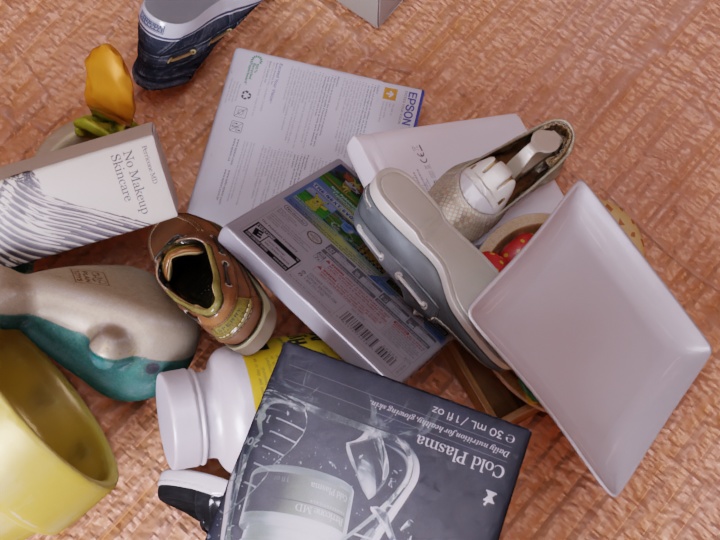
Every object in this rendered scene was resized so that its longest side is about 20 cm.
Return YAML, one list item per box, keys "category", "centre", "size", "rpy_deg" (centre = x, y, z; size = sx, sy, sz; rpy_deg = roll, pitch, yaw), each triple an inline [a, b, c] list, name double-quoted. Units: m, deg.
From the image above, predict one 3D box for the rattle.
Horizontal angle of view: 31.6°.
- category: "rattle"
  centre: [-0.285, -0.093, 1.175]
  size: [0.198, 0.143, 0.131]
  rpy_deg: [-30, 77, -16]

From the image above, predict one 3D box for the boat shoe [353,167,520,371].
- category: "boat shoe"
  centre: [0.065, 0.007, 1.082]
  size: [0.201, 0.062, 0.073]
  rpy_deg: [53, 43, 7]

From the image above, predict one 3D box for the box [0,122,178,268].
- category: "box"
  centre: [-0.267, -0.063, 1.136]
  size: [0.197, 0.068, 0.083]
  rpy_deg: [-18, 107, -3]

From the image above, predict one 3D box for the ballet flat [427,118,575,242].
- category: "ballet flat"
  centre: [0.128, -0.089, 1.160]
  size: [0.068, 0.062, 0.199]
  rpy_deg: [48, 50, 7]

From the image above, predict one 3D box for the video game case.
- category: "video game case"
  centre: [0.000, 0.000, 1.116]
  size: [0.200, 0.022, 0.182]
  rpy_deg: [42, 40, 11]

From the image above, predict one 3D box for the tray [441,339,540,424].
- category: "tray"
  centre: [0.115, 0.043, 1.187]
  size: [0.098, 0.037, 0.202]
  rpy_deg: [-26, 72, -12]

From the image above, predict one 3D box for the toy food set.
- category: "toy food set"
  centre: [0.188, 0.038, 1.139]
  size: [0.197, 0.049, 0.201]
  rpy_deg: [-11, 74, -27]

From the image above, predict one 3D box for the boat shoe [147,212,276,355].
- category: "boat shoe"
  centre: [-0.140, -0.006, 1.091]
  size: [0.072, 0.068, 0.200]
  rpy_deg: [-54, 41, 2]

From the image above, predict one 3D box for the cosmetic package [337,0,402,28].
- category: "cosmetic package"
  centre: [-0.029, -0.356, 1.323]
  size: [0.199, 0.073, 0.104]
  rpy_deg: [38, 71, 12]

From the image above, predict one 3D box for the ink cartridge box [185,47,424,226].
- category: "ink cartridge box"
  centre: [-0.052, -0.106, 1.239]
  size: [0.197, 0.043, 0.199]
  rpy_deg: [14, 67, 2]

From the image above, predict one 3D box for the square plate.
- category: "square plate"
  centre: [0.195, 0.055, 1.080]
  size: [0.199, 0.028, 0.200]
  rpy_deg: [51, 54, -7]

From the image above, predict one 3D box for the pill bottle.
- category: "pill bottle"
  centre: [-0.071, 0.114, 1.093]
  size: [0.197, 0.112, 0.113]
  rpy_deg: [-8, 68, -19]

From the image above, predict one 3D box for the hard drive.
- category: "hard drive"
  centre: [0.096, -0.079, 1.195]
  size: [0.198, 0.027, 0.133]
  rpy_deg: [-12, 65, -33]

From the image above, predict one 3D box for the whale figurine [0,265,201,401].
- category: "whale figurine"
  centre: [-0.240, 0.054, 1.110]
  size: [0.197, 0.105, 0.159]
  rpy_deg: [12, 20, -29]

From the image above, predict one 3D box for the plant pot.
- category: "plant pot"
  centre: [-0.334, 0.160, 1.053]
  size: [0.188, 0.201, 0.201]
  rpy_deg: [-40, 73, -1]

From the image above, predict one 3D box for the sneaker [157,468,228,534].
- category: "sneaker"
  centre: [-0.096, 0.249, 1.079]
  size: [0.197, 0.073, 0.113]
  rpy_deg: [18, 72, 7]

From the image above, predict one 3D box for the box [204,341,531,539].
- category: "box"
  centre: [0.000, 0.190, 0.938]
  size: [0.197, 0.124, 0.199]
  rpy_deg: [19, 67, 6]

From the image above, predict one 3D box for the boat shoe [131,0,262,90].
- category: "boat shoe"
  centre: [-0.158, -0.256, 1.287]
  size: [0.071, 0.091, 0.200]
  rpy_deg: [38, 45, 13]
